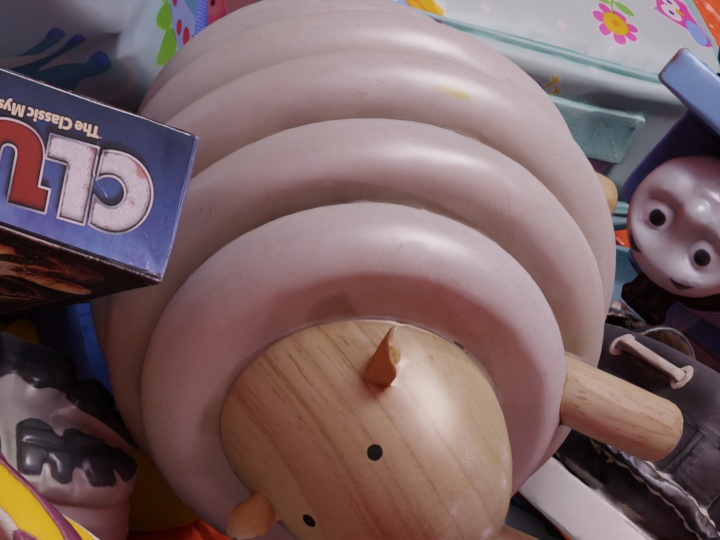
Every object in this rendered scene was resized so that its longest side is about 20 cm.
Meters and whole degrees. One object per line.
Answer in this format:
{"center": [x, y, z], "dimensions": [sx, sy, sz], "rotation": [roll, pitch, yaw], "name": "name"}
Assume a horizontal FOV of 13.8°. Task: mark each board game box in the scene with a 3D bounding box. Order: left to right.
{"center": [-0.139, -0.022, 0.688], "dimensions": [0.135, 0.200, 0.035], "rotation": [18, 76, -24], "name": "board game box"}

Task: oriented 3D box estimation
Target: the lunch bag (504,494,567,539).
{"center": [0.033, 0.147, 0.718], "dimensions": [0.200, 0.083, 0.160], "rotation": [46, 38, 18], "name": "lunch bag"}

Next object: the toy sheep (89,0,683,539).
{"center": [0.000, 0.000, 0.712], "dimensions": [0.137, 0.138, 0.200], "rotation": [20, 28, -22], "name": "toy sheep"}

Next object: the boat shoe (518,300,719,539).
{"center": [0.069, 0.040, 0.827], "dimensions": [0.074, 0.060, 0.200], "rotation": [42, 1, -8], "name": "boat shoe"}

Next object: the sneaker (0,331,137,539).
{"center": [-0.150, 0.047, 0.679], "dimensions": [0.199, 0.080, 0.078], "rotation": [17, 24, -17], "name": "sneaker"}

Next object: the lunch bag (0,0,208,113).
{"center": [-0.152, -0.100, 0.735], "dimensions": [0.170, 0.199, 0.128], "rotation": [43, 51, -67], "name": "lunch bag"}

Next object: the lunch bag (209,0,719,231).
{"center": [0.017, -0.090, 0.993], "dimensions": [0.199, 0.077, 0.161], "rotation": [10, 37, -32], "name": "lunch bag"}

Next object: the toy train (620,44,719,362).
{"center": [0.133, -0.023, 0.903], "dimensions": [0.087, 0.114, 0.200], "rotation": [42, 6, 16], "name": "toy train"}

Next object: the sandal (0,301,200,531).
{"center": [-0.088, -0.027, 0.822], "dimensions": [0.200, 0.087, 0.079], "rotation": [46, 37, 20], "name": "sandal"}

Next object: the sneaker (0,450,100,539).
{"center": [-0.058, 0.091, 0.603], "dimensions": [0.200, 0.075, 0.090], "rotation": [35, 4, -4], "name": "sneaker"}

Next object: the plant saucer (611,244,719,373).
{"center": [0.081, 0.018, 0.975], "dimensions": [0.199, 0.019, 0.070], "rotation": [14, 39, -28], "name": "plant saucer"}
